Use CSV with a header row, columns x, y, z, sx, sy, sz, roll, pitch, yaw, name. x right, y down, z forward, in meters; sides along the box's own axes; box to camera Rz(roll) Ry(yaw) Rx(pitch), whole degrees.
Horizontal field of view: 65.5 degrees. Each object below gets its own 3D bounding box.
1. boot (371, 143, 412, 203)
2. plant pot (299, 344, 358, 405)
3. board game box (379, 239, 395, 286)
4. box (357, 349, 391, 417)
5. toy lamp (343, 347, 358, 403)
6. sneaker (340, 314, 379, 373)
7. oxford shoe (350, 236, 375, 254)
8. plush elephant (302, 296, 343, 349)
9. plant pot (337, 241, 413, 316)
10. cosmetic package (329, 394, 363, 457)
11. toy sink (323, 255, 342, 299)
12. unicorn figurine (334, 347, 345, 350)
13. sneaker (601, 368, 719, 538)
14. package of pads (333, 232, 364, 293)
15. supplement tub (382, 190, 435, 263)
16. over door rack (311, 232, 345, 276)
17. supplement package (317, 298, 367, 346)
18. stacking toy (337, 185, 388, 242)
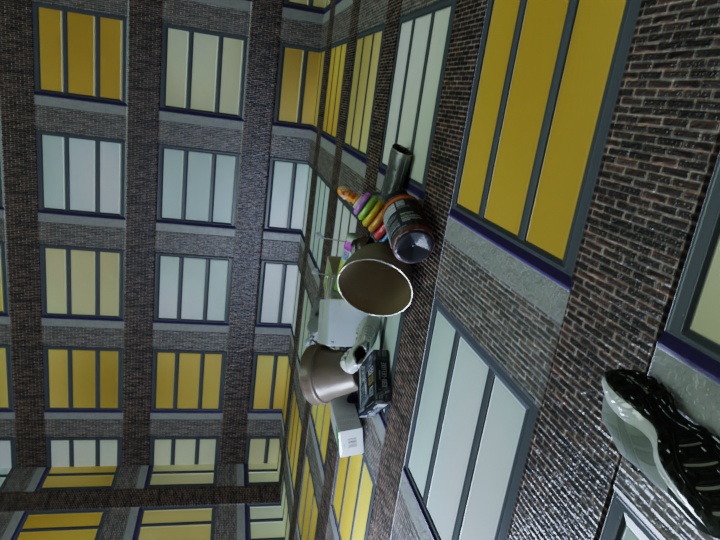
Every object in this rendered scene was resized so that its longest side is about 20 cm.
x,y,z,sx,sy,sz,roll,pitch,yaw,name
0.082,-0.264,1.610,0.182,0.072,0.202,-135,42,-54,boot
-0.079,0.335,1.830,0.200,0.173,0.202,31,-126,-56,plant pot
0.081,0.010,1.617,0.135,0.034,0.202,-166,80,-76,board game box
0.038,0.340,1.668,0.200,0.049,0.159,121,151,-62,box
-0.033,0.357,1.939,0.058,0.058,0.201,109,160,-47,toy lamp
0.013,0.213,1.672,0.201,0.075,0.081,-63,10,-29,sneaker
0.026,-0.003,1.621,0.084,0.072,0.202,-18,81,44,oxford shoe
-0.128,0.234,2.199,0.164,0.155,0.201,26,84,39,plush elephant
0.050,0.002,1.473,0.201,0.199,0.135,109,180,-46,plant pot
-0.048,0.517,1.881,0.200,0.084,0.109,-123,27,-66,cosmetic package
-0.072,0.050,2.066,0.200,0.111,0.131,-110,27,-58,toy sink
-0.069,0.343,2.051,0.138,0.073,0.201,-110,28,-58,unicorn figurine
0.313,0.188,0.576,0.200,0.073,0.080,-100,9,-63,sneaker
0.000,0.000,1.753,0.154,0.068,0.202,31,113,46,package of pads
0.112,-0.116,1.379,0.201,0.106,0.108,-102,21,-50,supplement tub
-0.075,-0.035,1.930,0.067,0.198,0.149,-49,-30,-67,over door rack
-0.052,0.175,1.872,0.200,0.149,0.153,164,110,-76,supplement package
0.021,-0.168,1.524,0.110,0.199,0.116,-50,6,32,stacking toy
